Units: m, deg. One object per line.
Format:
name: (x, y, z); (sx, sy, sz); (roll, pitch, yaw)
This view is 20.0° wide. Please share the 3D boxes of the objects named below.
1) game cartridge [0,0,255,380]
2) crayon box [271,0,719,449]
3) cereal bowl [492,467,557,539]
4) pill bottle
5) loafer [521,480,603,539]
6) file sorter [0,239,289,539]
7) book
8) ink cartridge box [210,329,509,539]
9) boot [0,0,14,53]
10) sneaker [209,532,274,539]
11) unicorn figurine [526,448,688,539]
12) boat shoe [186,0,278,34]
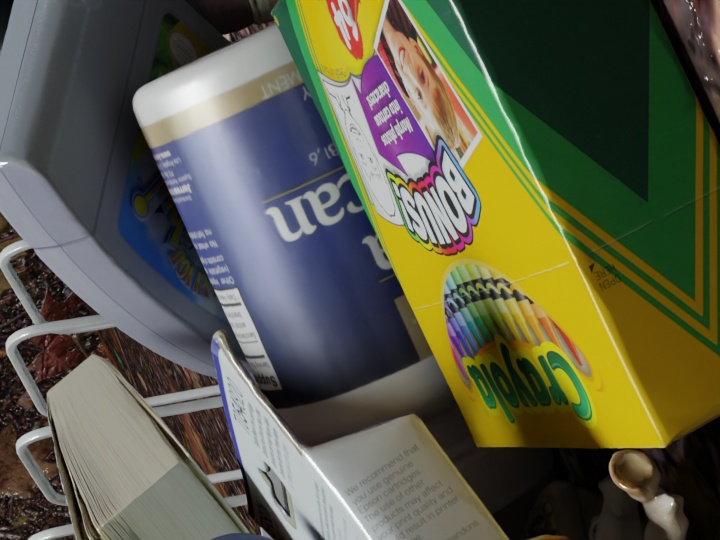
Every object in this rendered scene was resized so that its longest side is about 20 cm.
game cartridge: (-0.075, -0.036, 0.843); (0.200, 0.040, 0.134); (40, -126, -46)
crayon box: (0.045, -0.033, 0.636); (0.174, 0.058, 0.200); (65, 168, 0)
cereal bowl: (0.019, 0.076, 0.955); (0.201, 0.083, 0.200); (61, 168, 23)
pill bottle: (0.000, 0.000, 0.793); (0.201, 0.110, 0.111); (65, 169, -8)
loafer: (0.115, 0.167, 0.727); (0.076, 0.068, 0.201); (119, 133, -66)
file sorter: (-0.095, 0.086, 0.968); (0.139, 0.123, 0.202); (84, 177, -70)
book: (-0.040, 0.130, 0.785); (0.200, 0.048, 0.134); (53, 177, -23)
ink cartridge box: (0.029, 0.119, 0.649); (0.200, 0.040, 0.200); (52, 168, 17)
boot: (-0.144, -0.112, 0.963); (0.168, 0.076, 0.200); (44, -173, 6)
sneaker: (-0.005, 0.175, 0.663); (0.201, 0.074, 0.082); (58, 170, -5)
unicorn figurine: (0.103, 0.106, 0.611); (0.200, 0.074, 0.138); (49, 173, 36)
boat shoe: (-0.098, -0.173, 0.999); (0.200, 0.064, 0.072); (54, 165, 45)
